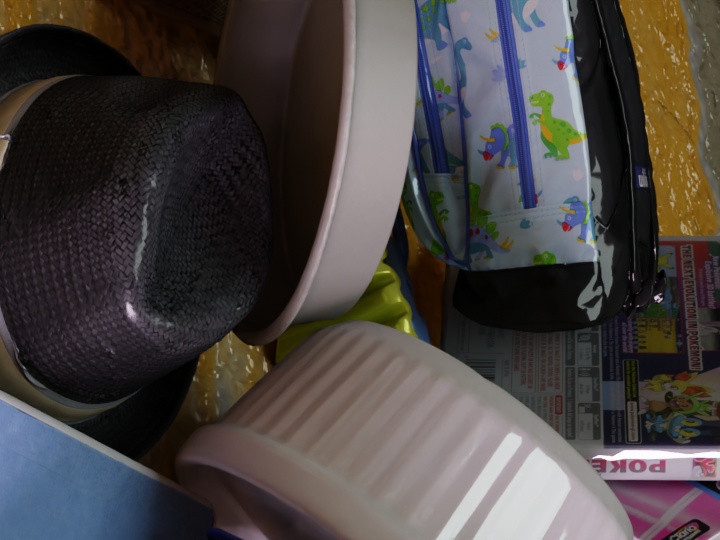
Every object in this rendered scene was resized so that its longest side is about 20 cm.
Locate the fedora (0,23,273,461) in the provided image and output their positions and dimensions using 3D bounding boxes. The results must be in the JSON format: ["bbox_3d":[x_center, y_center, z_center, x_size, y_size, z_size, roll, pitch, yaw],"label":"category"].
[{"bbox_3d":[-0.093,-0.017,1.152,0.200,0.091,0.202,27,57,-51],"label":"fedora"}]

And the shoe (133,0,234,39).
[{"bbox_3d":[-0.076,-0.150,1.272,0.200,0.070,0.053,37,13,-46],"label":"shoe"}]

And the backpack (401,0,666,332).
[{"bbox_3d":[0.073,-0.081,1.299,0.163,0.153,0.201,-26,120,-73],"label":"backpack"}]

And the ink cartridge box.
[{"bbox_3d":[0.113,0.088,1.321,0.094,0.200,0.037,-27,126,-31],"label":"ink cartridge box"}]

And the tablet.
[{"bbox_3d":[-0.135,0.122,1.087,0.200,0.014,0.131,33,66,-46],"label":"tablet"}]

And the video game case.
[{"bbox_3d":[0.129,0.039,1.344,0.200,0.181,0.023,-82,171,-60],"label":"video game case"}]

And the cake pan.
[{"bbox_3d":[-0.022,-0.066,1.191,0.037,0.200,0.201,6,69,-19],"label":"cake pan"}]

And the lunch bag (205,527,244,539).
[{"bbox_3d":[-0.029,0.182,1.068,0.200,0.170,0.125,-6,112,-52],"label":"lunch bag"}]

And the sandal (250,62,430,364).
[{"bbox_3d":[0.000,0.000,1.310,0.087,0.079,0.201,-1,81,-61],"label":"sandal"}]

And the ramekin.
[{"bbox_3d":[0.026,0.106,1.175,0.094,0.202,0.202,-53,128,-16],"label":"ramekin"}]
